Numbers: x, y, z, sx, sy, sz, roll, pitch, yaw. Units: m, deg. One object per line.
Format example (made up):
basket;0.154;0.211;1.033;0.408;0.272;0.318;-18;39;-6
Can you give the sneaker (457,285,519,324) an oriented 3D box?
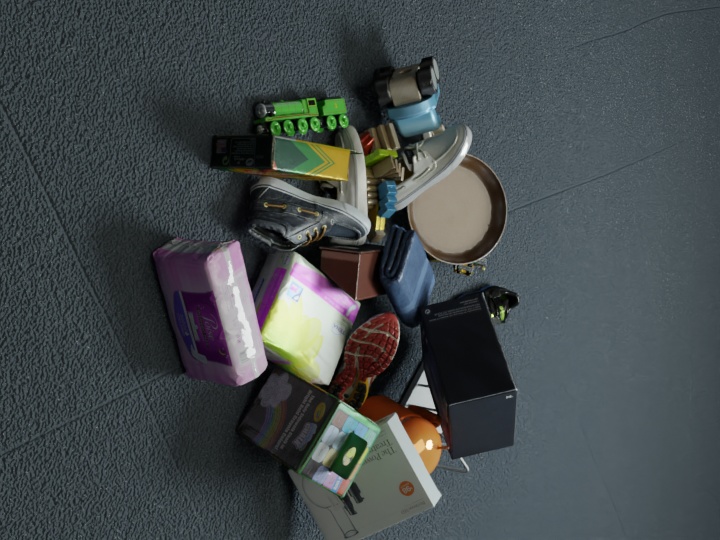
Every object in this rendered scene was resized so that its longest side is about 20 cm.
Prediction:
sneaker;0.246;0.076;2.003;0.199;0.082;0.071;-25;113;-47

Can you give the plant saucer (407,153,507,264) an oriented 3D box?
plant saucer;0.169;-0.110;1.824;0.199;0.032;0.201;1;87;-22

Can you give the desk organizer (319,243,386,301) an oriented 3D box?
desk organizer;0.000;0.000;1.653;0.200;0.071;0.077;-8;104;-69

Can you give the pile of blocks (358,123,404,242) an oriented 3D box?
pile of blocks;0.022;-0.147;1.702;0.062;0.082;0.201;-2;95;-46

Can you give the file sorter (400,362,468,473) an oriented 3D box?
file sorter;0.171;0.257;1.898;0.200;0.124;0.139;-58;134;-28

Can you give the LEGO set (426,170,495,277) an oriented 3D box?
LEGO set;0.176;-0.088;1.907;0.153;0.116;0.201;4;87;-22

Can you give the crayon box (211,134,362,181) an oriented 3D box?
crayon box;-0.105;-0.164;1.507;0.199;0.127;0.051;2;93;-50

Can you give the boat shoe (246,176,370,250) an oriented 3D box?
boat shoe;-0.080;-0.064;1.542;0.199;0.071;0.091;19;59;-20

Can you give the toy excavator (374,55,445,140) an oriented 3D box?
toy excavator;0.104;-0.266;1.768;0.195;0.099;0.201;-71;148;-63

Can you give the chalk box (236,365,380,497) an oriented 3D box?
chalk box;-0.063;0.250;1.531;0.125;0.200;0.124;-58;137;-9

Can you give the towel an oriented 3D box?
towel;0.076;0.014;1.697;0.200;0.048;0.112;62;44;-62

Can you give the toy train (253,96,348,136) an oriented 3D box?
toy train;-0.091;-0.241;1.587;0.200;0.042;0.057;-16;96;-49

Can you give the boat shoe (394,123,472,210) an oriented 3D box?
boat shoe;0.100;-0.185;1.735;0.070;0.200;0.071;29;31;-44

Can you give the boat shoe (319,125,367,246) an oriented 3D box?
boat shoe;-0.032;-0.138;1.649;0.068;0.072;0.201;-1;84;-16

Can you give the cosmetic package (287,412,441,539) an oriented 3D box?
cosmetic package;0.005;0.335;1.605;0.151;0.199;0.052;60;22;-1

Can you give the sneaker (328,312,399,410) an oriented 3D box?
sneaker;0.006;0.140;1.673;0.200;0.078;0.082;-59;-177;34

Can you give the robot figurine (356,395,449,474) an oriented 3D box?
robot figurine;0.053;0.282;1.689;0.143;0.200;0.117;10;98;-41

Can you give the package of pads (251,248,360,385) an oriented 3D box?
package of pads;-0.094;0.079;1.587;0.200;0.068;0.155;39;67;-47

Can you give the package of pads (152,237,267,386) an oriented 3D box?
package of pads;-0.206;0.055;1.411;0.076;0.120;0.201;-32;117;-45

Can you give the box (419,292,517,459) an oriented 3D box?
box;0.180;0.182;1.731;0.200;0.123;0.199;81;-6;-53
